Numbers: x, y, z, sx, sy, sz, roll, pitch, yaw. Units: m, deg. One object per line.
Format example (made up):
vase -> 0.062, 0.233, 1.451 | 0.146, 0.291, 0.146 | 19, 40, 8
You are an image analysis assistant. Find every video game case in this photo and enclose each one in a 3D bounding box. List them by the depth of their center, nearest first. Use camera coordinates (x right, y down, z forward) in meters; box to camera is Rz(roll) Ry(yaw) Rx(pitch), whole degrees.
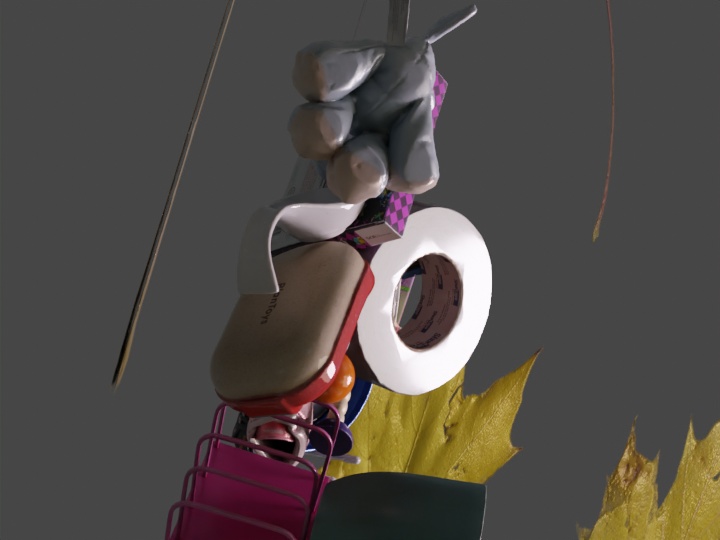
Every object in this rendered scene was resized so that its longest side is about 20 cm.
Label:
video game case -> -0.006, -0.106, 1.241 | 0.179, 0.036, 0.203 | -15, -133, 42

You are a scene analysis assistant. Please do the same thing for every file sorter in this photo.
file sorter -> -0.107, 0.222, 1.190 | 0.201, 0.137, 0.127 | -71, 177, -55

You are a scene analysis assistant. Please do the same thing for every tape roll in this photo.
tape roll -> 0.051, 0.027, 1.264 | 0.066, 0.199, 0.204 | 15, -94, 47

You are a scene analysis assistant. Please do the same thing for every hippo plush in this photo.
hippo plush -> -0.011, -0.159, 1.108 | 0.160, 0.157, 0.204 | 3, -99, 66

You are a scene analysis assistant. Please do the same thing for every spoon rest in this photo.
spoon rest -> -0.059, -0.046, 1.101 | 0.200, 0.098, 0.062 | -51, 134, -58

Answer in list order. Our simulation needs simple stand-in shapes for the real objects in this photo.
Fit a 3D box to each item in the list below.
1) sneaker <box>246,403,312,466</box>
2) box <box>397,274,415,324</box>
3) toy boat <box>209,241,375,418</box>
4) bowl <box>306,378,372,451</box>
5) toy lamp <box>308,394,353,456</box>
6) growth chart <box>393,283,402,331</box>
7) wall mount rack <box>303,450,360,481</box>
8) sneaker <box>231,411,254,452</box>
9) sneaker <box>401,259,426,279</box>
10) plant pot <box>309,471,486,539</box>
sneaker -> -0.088, 0.129, 1.319 | 0.105, 0.074, 0.204 | -73, 162, -68
box -> -0.007, -0.008, 1.732 | 0.201, 0.173, 0.098 | 105, 4, -56
toy boat -> -0.047, 0.070, 1.113 | 0.132, 0.129, 0.202 | 58, 37, -33
bowl -> -0.062, 0.118, 1.450 | 0.198, 0.039, 0.205 | -14, 110, -41
toy lamp -> -0.015, 0.119, 1.374 | 0.202, 0.057, 0.059 | -78, -177, -46
growth chart -> 0.000, 0.000, 1.365 | 0.018, 0.143, 0.204 | -3, -98, 56
wall mount rack -> -0.100, 0.254, 1.423 | 0.172, 0.075, 0.200 | -34, 176, 14
sneaker -> -0.125, 0.194, 1.520 | 0.086, 0.080, 0.202 | -45, 152, -34
sneaker -> 0.016, -0.030, 1.323 | 0.070, 0.197, 0.084 | 12, -73, 58
plant pot -> 0.025, 0.293, 1.170 | 0.201, 0.158, 0.204 | 13, 90, -87
